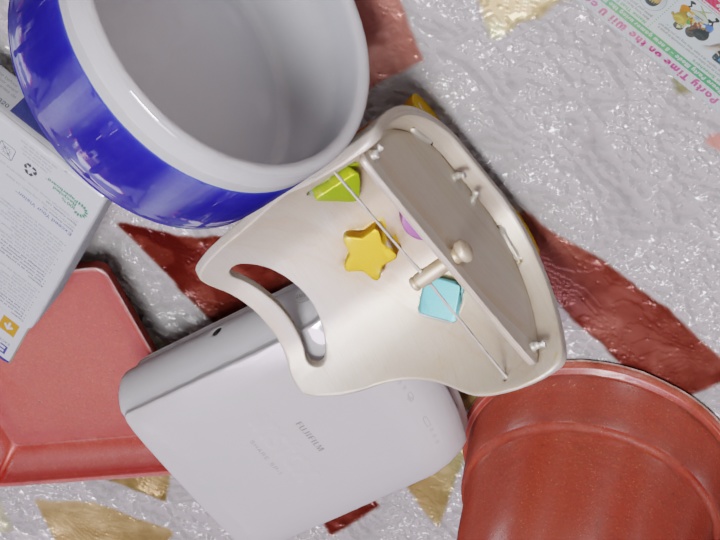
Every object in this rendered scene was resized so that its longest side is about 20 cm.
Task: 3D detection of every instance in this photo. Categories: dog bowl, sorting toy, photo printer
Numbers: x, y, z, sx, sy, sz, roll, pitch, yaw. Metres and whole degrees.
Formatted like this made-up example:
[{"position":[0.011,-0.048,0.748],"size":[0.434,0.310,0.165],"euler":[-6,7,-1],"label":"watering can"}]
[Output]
[{"position":[-0.095,-0.128,1.299],"size":[0.200,0.201,0.079],"euler":[40,136,-19],"label":"dog bowl"},{"position":[0.000,0.000,1.429],"size":[0.179,0.107,0.200],"euler":[-28,119,24],"label":"sorting toy"},{"position":[-0.038,0.093,1.567],"size":[0.199,0.070,0.167],"euler":[-25,122,23],"label":"photo printer"}]

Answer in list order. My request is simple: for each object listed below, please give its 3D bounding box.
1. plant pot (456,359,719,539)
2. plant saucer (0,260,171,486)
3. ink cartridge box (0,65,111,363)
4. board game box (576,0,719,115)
[{"position":[0.141,0.199,1.531],"size":[0.199,0.196,0.202],"euler":[11,135,11],"label":"plant pot"},{"position":[-0.219,0.069,1.657],"size":[0.198,0.037,0.200],"euler":[-6,130,27],"label":"plant saucer"},{"position":[-0.266,-0.060,1.522],"size":[0.196,0.043,0.200],"euler":[38,137,0],"label":"ink cartridge box"},{"position":[0.208,-0.190,1.222],"size":[0.147,0.065,0.200],"euler":[36,133,-14],"label":"board game box"}]
